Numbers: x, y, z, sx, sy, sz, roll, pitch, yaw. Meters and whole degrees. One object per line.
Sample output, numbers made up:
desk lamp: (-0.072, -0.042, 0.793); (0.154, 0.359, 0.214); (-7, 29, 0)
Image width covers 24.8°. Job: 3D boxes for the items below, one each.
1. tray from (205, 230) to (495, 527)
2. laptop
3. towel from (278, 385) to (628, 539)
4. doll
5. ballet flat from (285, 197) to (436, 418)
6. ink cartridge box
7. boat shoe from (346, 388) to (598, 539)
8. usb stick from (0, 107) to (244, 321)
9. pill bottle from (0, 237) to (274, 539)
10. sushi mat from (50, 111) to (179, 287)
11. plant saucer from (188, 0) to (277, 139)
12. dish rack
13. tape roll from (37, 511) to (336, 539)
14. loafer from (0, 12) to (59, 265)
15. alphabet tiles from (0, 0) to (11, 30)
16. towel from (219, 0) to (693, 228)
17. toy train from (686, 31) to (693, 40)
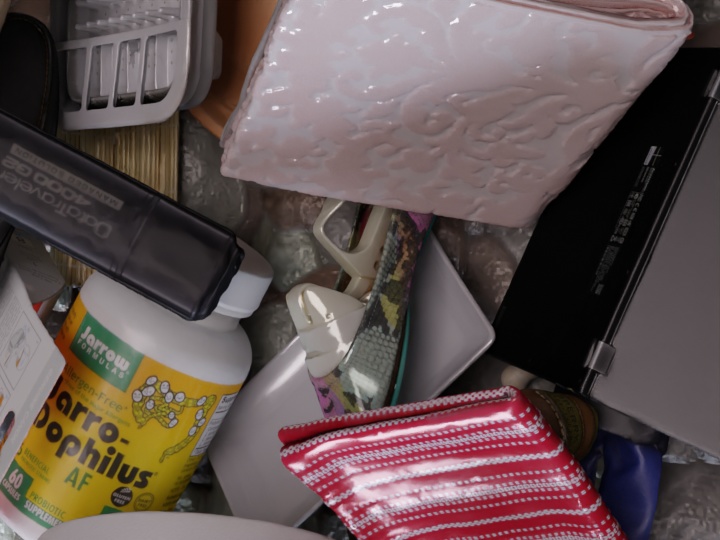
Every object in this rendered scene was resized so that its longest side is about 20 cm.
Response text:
tray: (-0.008, 0.072, 0.960); (0.200, 0.022, 0.108); (-44, 48, 16)
laptop: (0.183, -0.006, 0.847); (0.115, 0.200, 0.189); (26, 88, -20)
towel: (0.063, 0.137, 0.832); (0.143, 0.023, 0.201); (-13, 130, 30)
doll: (0.134, 0.077, 0.903); (0.136, 0.048, 0.202); (15, 95, 42)
ballet flat: (0.000, 0.000, 0.920); (0.069, 0.071, 0.202); (-4, 66, 59)
ink cartridge box: (-0.224, 0.080, 0.992); (0.161, 0.047, 0.200); (-60, 35, 11)
boat shoe: (0.060, 0.122, 0.902); (0.200, 0.067, 0.073); (-38, 65, 55)
usb stick: (-0.159, -0.038, 0.904); (0.199, 0.033, 0.056); (28, 84, 3)
pill bottle: (-0.133, 0.068, 0.977); (0.112, 0.113, 0.201); (34, 101, 18)
sushi mat: (-0.156, -0.089, 1.038); (0.095, 0.012, 0.202); (1, 91, 21)
plant saucer: (-0.033, -0.163, 0.973); (0.198, 0.032, 0.203); (0, 91, 18)
dish rack: (-0.129, -0.185, 0.969); (0.171, 0.043, 0.202); (2, 91, 53)
tape roll: (-0.085, 0.196, 0.907); (0.200, 0.203, 0.071); (-6, 62, 21)
loafer: (-0.220, -0.062, 0.960); (0.072, 0.072, 0.202); (14, 77, -12)
alphabet tiles: (-0.210, -0.175, 0.966); (0.008, 0.168, 0.200); (28, 133, -22)
towel: (0.038, -0.089, 0.815); (0.189, 0.200, 0.033); (9, 63, -14)
toy train: (0.098, -0.122, 0.867); (0.198, 0.150, 0.056); (-10, 112, 35)
